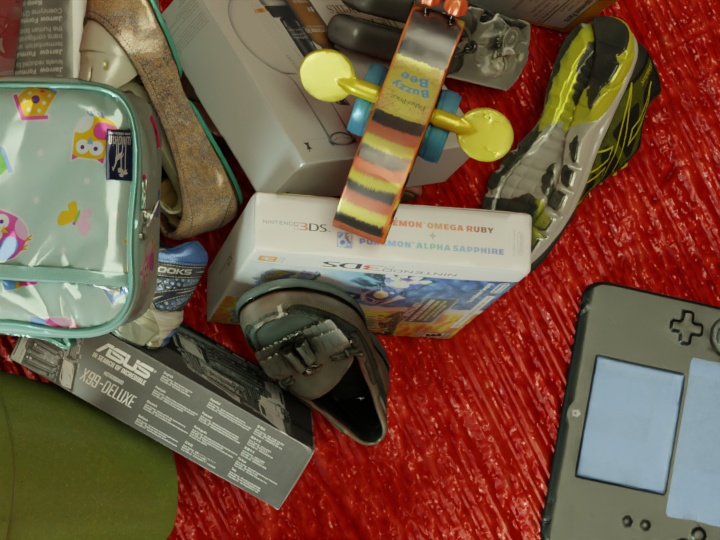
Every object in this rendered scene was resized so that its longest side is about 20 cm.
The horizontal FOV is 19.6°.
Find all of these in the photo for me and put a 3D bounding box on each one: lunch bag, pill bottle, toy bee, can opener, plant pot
[{"bbox_3d":[-0.215,-0.035,1.249,0.199,0.077,0.161,2,89,5],"label":"lunch bag"},{"bbox_3d":[-0.191,-0.118,1.412,0.113,0.113,0.201,0,87,-13],"label":"pill bottle"},{"bbox_3d":[0.027,-0.122,1.297,0.131,0.109,0.200,3,55,-11],"label":"toy bee"},{"bbox_3d":[0.045,-0.168,1.458,0.200,0.067,0.053,8,107,-47],"label":"can opener"},{"bbox_3d":[-0.225,0.140,1.330,0.190,0.200,0.201,7,80,-41],"label":"plant pot"}]

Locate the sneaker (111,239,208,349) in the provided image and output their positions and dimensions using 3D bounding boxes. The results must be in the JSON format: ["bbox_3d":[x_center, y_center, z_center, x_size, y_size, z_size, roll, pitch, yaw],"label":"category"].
[{"bbox_3d":[-0.178,-0.042,1.320,0.200,0.077,0.085,38,100,3],"label":"sneaker"}]

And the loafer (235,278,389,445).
[{"bbox_3d":[-0.021,0.063,1.386,0.072,0.200,0.063,-22,65,13],"label":"loafer"}]

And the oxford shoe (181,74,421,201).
[{"bbox_3d":[-0.044,-0.104,1.469,0.200,0.071,0.074,20,75,-10],"label":"oxford shoe"}]

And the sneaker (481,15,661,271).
[{"bbox_3d":[0.161,-0.080,1.508,0.085,0.074,0.200,24,95,-46],"label":"sneaker"}]

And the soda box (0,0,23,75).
[{"bbox_3d":[-0.276,-0.098,1.376,0.063,0.070,0.201,1,102,-42],"label":"soda box"}]

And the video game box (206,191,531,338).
[{"bbox_3d":[0.000,0.000,1.395,0.182,0.200,0.047,6,74,-11],"label":"video game box"}]

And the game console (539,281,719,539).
[{"bbox_3d":[0.231,0.121,1.519,0.176,0.031,0.200,13,79,-11],"label":"game console"}]

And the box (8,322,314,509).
[{"bbox_3d":[-0.128,0.071,1.379,0.200,0.158,0.050,30,97,-6],"label":"box"}]

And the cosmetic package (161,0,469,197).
[{"bbox_3d":[-0.025,-0.125,1.410,0.200,0.052,0.151,-11,65,-51],"label":"cosmetic package"}]

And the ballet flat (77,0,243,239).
[{"bbox_3d":[-0.141,-0.108,1.339,0.067,0.068,0.200,-32,107,-22],"label":"ballet flat"}]

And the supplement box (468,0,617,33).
[{"bbox_3d":[0.087,-0.253,1.497,0.200,0.109,0.110,12,80,-11],"label":"supplement box"}]
